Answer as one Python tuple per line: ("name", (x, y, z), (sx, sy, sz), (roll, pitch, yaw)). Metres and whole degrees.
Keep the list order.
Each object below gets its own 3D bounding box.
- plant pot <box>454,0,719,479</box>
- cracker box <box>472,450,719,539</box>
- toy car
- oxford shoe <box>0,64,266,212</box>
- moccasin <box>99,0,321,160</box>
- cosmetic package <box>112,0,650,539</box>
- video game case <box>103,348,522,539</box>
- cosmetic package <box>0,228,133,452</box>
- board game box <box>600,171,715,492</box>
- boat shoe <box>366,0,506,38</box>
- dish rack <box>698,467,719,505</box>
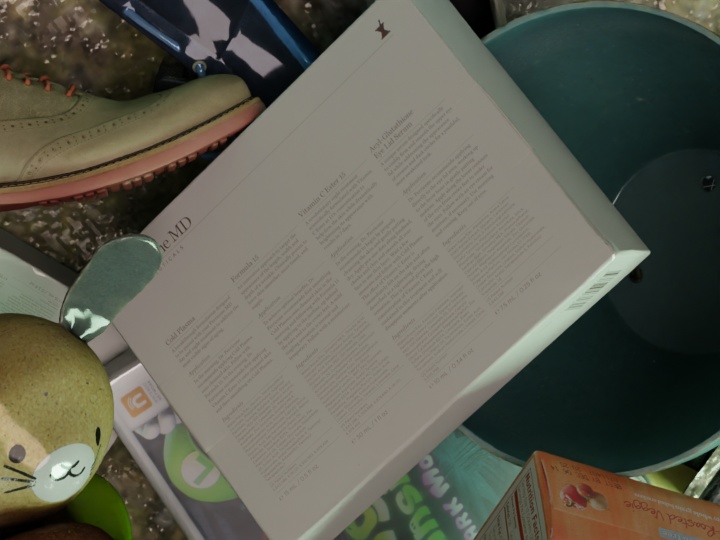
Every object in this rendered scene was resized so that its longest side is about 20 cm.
("plant pot", (0.125, -0.011, 1.220), (0.200, 0.135, 0.201), (-1, 88, 27))
("cracker box", (0.091, 0.176, 1.190), (0.134, 0.058, 0.200), (18, 128, -19))
("toy car", (-0.138, 0.080, 1.153), (0.164, 0.158, 0.200), (-10, 123, -41))
("oxford shoe", (-0.140, -0.061, 1.181), (0.199, 0.070, 0.075), (-15, 89, -9))
("moccasin", (-0.069, -0.102, 1.246), (0.068, 0.080, 0.200), (-43, 99, 7))
("cosmetic package", (0.000, 0.000, 1.177), (0.200, 0.052, 0.151), (-43, 76, 19))
("video game case", (0.000, 0.081, 1.290), (0.182, 0.023, 0.200), (-33, 113, -3))
("cosmetic package", (-0.190, 0.014, 1.255), (0.200, 0.051, 0.083), (33, 95, -23))
("board game box", (0.125, 0.039, 1.349), (0.135, 0.035, 0.200), (34, 97, -22))
("boat shoe", (0.028, -0.140, 1.255), (0.072, 0.066, 0.201), (-16, 111, -9))
("dish rack", (0.201, 0.077, 1.267), (0.044, 0.200, 0.172), (37, 113, 8))
